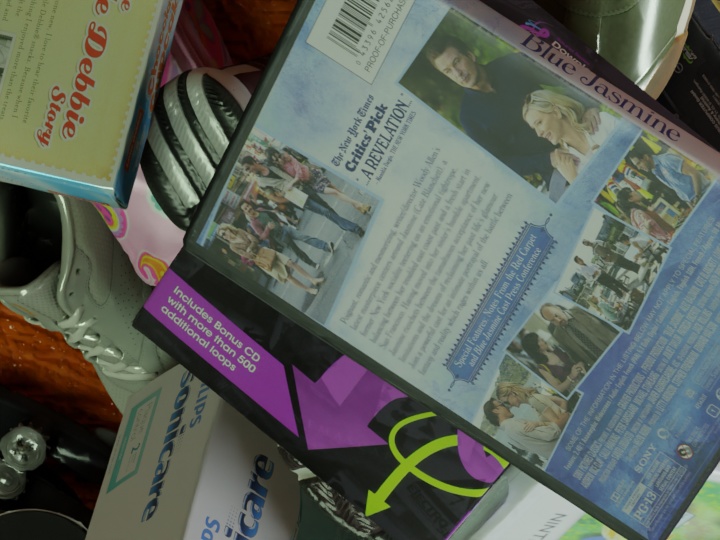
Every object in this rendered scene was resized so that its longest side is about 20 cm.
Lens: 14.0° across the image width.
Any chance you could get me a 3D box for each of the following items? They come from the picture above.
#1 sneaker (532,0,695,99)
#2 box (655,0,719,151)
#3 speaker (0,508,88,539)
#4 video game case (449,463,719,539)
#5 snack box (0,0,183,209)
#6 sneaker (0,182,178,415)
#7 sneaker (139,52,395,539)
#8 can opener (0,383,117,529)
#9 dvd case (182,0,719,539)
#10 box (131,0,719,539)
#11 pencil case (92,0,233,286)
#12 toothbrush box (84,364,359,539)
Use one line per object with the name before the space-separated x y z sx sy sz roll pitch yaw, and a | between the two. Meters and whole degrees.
sneaker | 0.078 -0.148 0.982 0.067 0.090 0.200 12 96 21
box | 0.080 -0.054 1.081 0.158 0.051 0.200 -42 75 34
speaker | -0.134 0.187 1.361 0.081 0.081 0.200 16 155 18
video game case | 0.127 0.119 1.148 0.200 0.022 0.182 11 145 -22
snack box | -0.119 -0.133 1.094 0.116 0.200 0.037 14 171 6
sneaker | -0.121 0.009 1.265 0.076 0.092 0.200 -5 120 33
sneaker | 0.000 0.000 1.142 0.076 0.116 0.200 -21 98 33
can opener | -0.106 0.114 1.367 0.200 0.079 0.063 26 93 6
dvd case | 0.048 -0.009 0.984 0.200 0.018 0.143 33 126 6
box | 0.023 -0.007 1.030 0.143 0.036 0.200 39 125 4
pencil case | -0.099 -0.092 1.184 0.087 0.087 0.200 -15 112 36
toothbrush box | -0.015 0.142 1.234 0.200 0.147 0.085 36 135 -25
